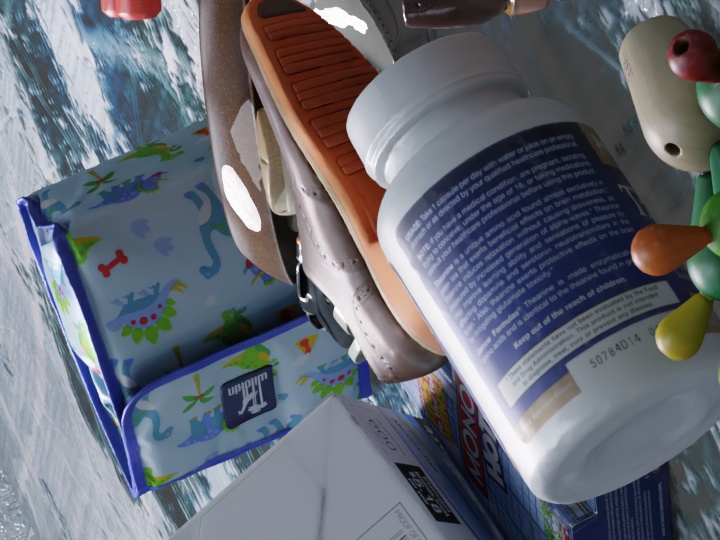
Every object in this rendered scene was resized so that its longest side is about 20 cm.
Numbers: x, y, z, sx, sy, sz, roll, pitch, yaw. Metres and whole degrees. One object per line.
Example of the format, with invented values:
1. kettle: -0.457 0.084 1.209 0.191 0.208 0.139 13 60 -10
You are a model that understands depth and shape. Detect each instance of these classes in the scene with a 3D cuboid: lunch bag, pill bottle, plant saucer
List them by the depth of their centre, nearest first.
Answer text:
1. pill bottle: 0.076 -0.006 1.303 0.200 0.111 0.111 59 163 23
2. plant saucer: -0.061 -0.089 1.614 0.200 0.032 0.201 -8 -90 -85
3. lunch bag: -0.095 0.023 1.789 0.127 0.170 0.200 -140 30 -63

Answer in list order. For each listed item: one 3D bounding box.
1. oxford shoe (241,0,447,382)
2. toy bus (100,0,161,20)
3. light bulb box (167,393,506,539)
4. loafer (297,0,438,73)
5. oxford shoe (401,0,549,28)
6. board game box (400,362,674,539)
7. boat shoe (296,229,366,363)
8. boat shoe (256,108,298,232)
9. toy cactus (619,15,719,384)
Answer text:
1. oxford shoe: -0.014 -0.038 1.405 0.073 0.071 0.200 -39 72 42
2. toy bus: -0.098 -0.219 1.420 0.200 0.135 0.193 -170 77 -69
3. light bulb box: 0.032 0.185 1.521 0.198 0.125 0.200 53 -168 19
4. loafer: -0.023 -0.148 1.490 0.200 0.070 0.070 49 157 46
5. oxford shoe: 0.017 -0.180 1.292 0.200 0.073 0.071 -117 11 -46
6. board game box: 0.080 0.059 1.475 0.200 0.062 0.200 49 157 43
7. boat shoe: -0.002 0.002 1.559 0.066 0.074 0.199 47 -176 9
8. boat shoe: -0.011 -0.060 1.573 0.200 0.069 0.074 -40 -57 -84
9. toy cactus: 0.138 -0.032 1.132 0.200 0.102 0.165 70 176 -47
